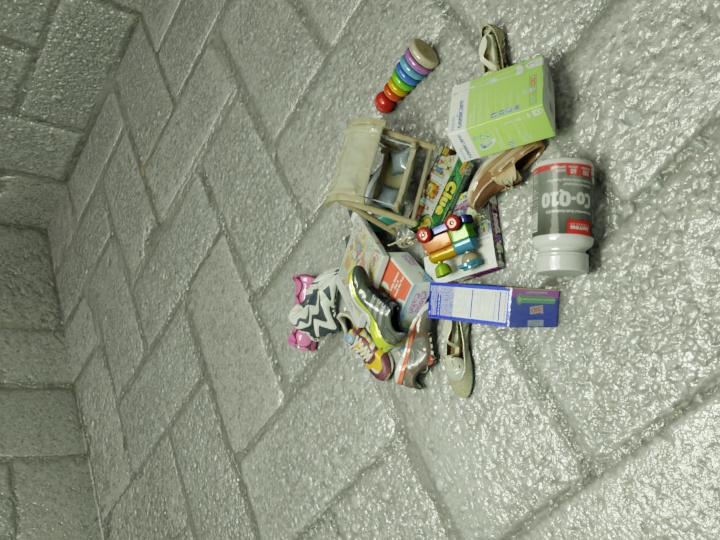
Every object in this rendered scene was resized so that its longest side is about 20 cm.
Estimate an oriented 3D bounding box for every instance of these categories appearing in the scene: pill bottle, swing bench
[{"bbox_3d":[0.375,-0.096,1.248,0.112,0.112,0.206,-5,80,47],"label":"pill bottle"},{"bbox_3d":[0.042,-0.217,1.524,0.129,0.196,0.204,-17,55,65],"label":"swing bench"}]

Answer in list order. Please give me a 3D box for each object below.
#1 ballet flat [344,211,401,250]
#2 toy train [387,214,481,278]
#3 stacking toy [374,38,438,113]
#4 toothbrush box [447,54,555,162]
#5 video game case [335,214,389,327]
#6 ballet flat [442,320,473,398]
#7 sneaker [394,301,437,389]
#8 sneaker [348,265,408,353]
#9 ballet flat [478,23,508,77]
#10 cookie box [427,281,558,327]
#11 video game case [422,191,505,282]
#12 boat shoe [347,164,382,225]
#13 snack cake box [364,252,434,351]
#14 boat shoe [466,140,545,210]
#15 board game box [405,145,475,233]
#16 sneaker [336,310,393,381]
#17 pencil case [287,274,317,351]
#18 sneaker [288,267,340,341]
[{"bbox_3d":[0.024,-0.114,1.676,0.200,0.072,0.074,-44,54,37],"label":"ballet flat"},{"bbox_3d":[0.159,-0.035,1.433,0.197,0.084,0.118,-23,81,29],"label":"toy train"},{"bbox_3d":[0.100,-0.462,1.644,0.200,0.084,0.087,-45,53,38],"label":"stacking toy"},{"bbox_3d":[0.281,-0.320,1.340,0.196,0.086,0.148,-12,49,28],"label":"toothbrush box"},{"bbox_3d":[0.000,0.000,1.611,0.183,0.022,0.203,60,138,49],"label":"video game case"},{"bbox_3d":[0.199,0.169,1.437,0.067,0.061,0.206,-13,74,46],"label":"ballet flat"},{"bbox_3d":[0.144,0.172,1.511,0.080,0.077,0.204,21,102,20],"label":"sneaker"},{"bbox_3d":[0.043,0.075,1.487,0.080,0.073,0.203,-30,89,35],"label":"sneaker"},{"bbox_3d":[0.282,-0.433,1.436,0.067,0.074,0.205,-18,71,43],"label":"ballet flat"},{"bbox_3d":[0.258,0.066,1.312,0.197,0.169,0.077,4,89,47],"label":"cookie box"},{"bbox_3d":[0.218,-0.070,1.475,0.198,0.035,0.186,-21,68,44],"label":"video game case"},{"bbox_3d":[0.027,-0.204,1.693,0.067,0.069,0.202,58,132,34],"label":"boat shoe"},{"bbox_3d":[0.081,0.073,1.554,0.116,0.066,0.203,52,133,40],"label":"snack cake box"},{"bbox_3d":[0.294,-0.200,1.365,0.072,0.075,0.201,44,102,30],"label":"boat shoe"},{"bbox_3d":[0.176,-0.167,1.502,0.104,0.023,0.204,37,109,45],"label":"board game box"},{"bbox_3d":[0.005,0.184,1.629,0.076,0.089,0.202,-54,48,26],"label":"sneaker"},{"bbox_3d":[-0.153,0.113,1.820,0.092,0.090,0.206,6,89,34],"label":"pencil case"},{"bbox_3d":[-0.086,0.099,1.761,0.079,0.130,0.200,4,49,48],"label":"sneaker"}]
